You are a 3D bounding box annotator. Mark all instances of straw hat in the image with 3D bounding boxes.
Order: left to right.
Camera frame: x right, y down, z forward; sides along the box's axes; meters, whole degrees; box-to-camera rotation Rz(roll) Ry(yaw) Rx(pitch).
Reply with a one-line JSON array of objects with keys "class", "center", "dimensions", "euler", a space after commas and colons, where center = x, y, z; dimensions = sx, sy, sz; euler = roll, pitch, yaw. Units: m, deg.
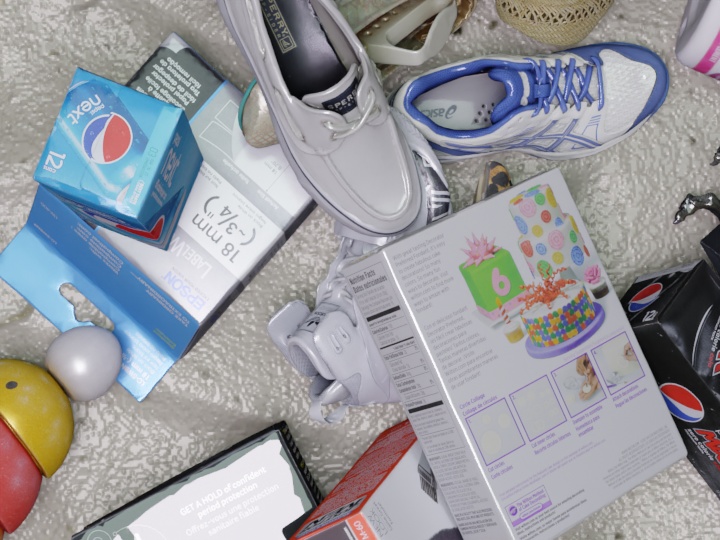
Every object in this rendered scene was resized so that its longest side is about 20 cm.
[{"class": "straw hat", "center": [0.132, -0.198, 1.171], "dimensions": [0.199, 0.202, 0.086], "euler": [1, 129, -2]}]

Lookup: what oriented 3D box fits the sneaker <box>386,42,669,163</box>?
[{"class": "sneaker", "center": [0.114, -0.110, 1.169], "dimensions": [0.198, 0.088, 0.076], "euler": [-12, 86, -4]}]

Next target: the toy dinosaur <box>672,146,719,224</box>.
[{"class": "toy dinosaur", "center": [0.264, -0.040, 1.175], "dimensions": [0.088, 0.047, 0.201], "euler": [29, 115, 4]}]

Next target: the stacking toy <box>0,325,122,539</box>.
[{"class": "stacking toy", "center": [-0.238, 0.105, 1.139], "dimensions": [0.200, 0.146, 0.146], "euler": [-42, 89, -18]}]

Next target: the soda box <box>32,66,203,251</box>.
[{"class": "soda box", "center": [-0.138, -0.061, 1.037], "dimensions": [0.064, 0.200, 0.068], "euler": [21, 85, 1]}]

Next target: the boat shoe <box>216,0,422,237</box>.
[{"class": "boat shoe", "center": [-0.018, -0.107, 1.059], "dimensions": [0.072, 0.066, 0.201], "euler": [-29, 103, -13]}]

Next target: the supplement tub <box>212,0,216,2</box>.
[{"class": "supplement tub", "center": [-0.049, -0.273, 1.142], "dimensions": [0.145, 0.145, 0.201], "euler": [25, 86, -1]}]

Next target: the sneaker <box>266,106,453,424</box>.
[{"class": "sneaker", "center": [0.000, 0.000, 1.134], "dimensions": [0.114, 0.075, 0.202], "euler": [-18, 106, -31]}]

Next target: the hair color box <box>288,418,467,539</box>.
[{"class": "hair color box", "center": [0.035, 0.168, 1.090], "dimensions": [0.064, 0.200, 0.111], "euler": [-28, 95, 25]}]

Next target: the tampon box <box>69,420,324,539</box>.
[{"class": "tampon box", "center": [-0.070, 0.219, 1.127], "dimensions": [0.149, 0.126, 0.201], "euler": [-27, 88, -2]}]

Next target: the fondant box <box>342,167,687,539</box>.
[{"class": "fondant box", "center": [0.096, 0.057, 1.081], "dimensions": [0.144, 0.058, 0.201], "euler": [-25, 92, -30]}]

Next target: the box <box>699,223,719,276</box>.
[{"class": "box", "center": [0.326, 0.015, 1.128], "dimensions": [0.141, 0.079, 0.200], "euler": [-42, 125, -6]}]

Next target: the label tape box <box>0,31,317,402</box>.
[{"class": "label tape box", "center": [-0.134, -0.033, 1.168], "dimensions": [0.144, 0.063, 0.200], "euler": [41, 86, 1]}]

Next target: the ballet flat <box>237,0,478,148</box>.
[{"class": "ballet flat", "center": [0.004, -0.141, 1.133], "dimensions": [0.062, 0.068, 0.200], "euler": [26, 55, 30]}]

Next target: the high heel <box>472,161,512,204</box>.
[{"class": "high heel", "center": [0.143, 0.024, 1.170], "dimensions": [0.141, 0.071, 0.202], "euler": [-4, 100, 1]}]

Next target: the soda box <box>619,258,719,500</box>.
[{"class": "soda box", "center": [0.243, 0.091, 1.142], "dimensions": [0.200, 0.071, 0.063], "euler": [50, 59, -14]}]

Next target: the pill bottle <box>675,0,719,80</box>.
[{"class": "pill bottle", "center": [0.320, -0.153, 1.165], "dimensions": [0.199, 0.113, 0.114], "euler": [22, 87, -1]}]
